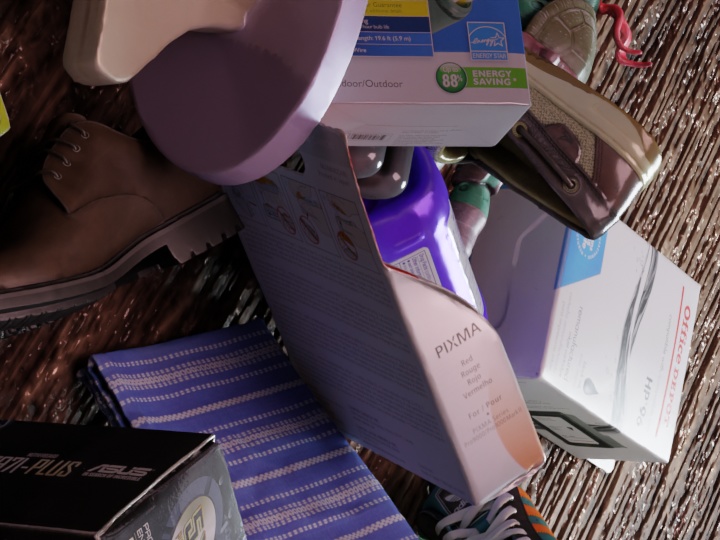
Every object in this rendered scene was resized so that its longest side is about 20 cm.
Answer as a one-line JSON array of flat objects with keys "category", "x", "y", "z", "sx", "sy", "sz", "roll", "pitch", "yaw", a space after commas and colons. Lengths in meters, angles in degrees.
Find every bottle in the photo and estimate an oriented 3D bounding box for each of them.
[{"category": "bottle", "x": 0.028, "y": 0.011, "z": 1.430, "sx": 0.065, "sy": 0.084, "sz": 0.201, "roll": -26, "pitch": 139, "yaw": -5}]

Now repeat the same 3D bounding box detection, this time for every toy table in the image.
[{"category": "toy table", "x": -0.074, "y": -0.152, "z": 1.199, "sx": 0.117, "sy": 0.183, "sz": 0.202, "roll": 27, "pitch": 54, "yaw": -53}]

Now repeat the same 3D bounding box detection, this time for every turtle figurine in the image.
[{"category": "turtle figurine", "x": 0.076, "y": -0.109, "z": 1.494, "sx": 0.150, "sy": 0.100, "sz": 0.201, "roll": 48, "pitch": 62, "yaw": -30}]

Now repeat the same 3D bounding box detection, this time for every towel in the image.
[{"category": "towel", "x": -0.033, "y": 0.108, "z": 1.299, "sx": 0.200, "sy": 0.024, "sz": 0.144, "roll": 53, "pitch": 32, "yaw": 17}]

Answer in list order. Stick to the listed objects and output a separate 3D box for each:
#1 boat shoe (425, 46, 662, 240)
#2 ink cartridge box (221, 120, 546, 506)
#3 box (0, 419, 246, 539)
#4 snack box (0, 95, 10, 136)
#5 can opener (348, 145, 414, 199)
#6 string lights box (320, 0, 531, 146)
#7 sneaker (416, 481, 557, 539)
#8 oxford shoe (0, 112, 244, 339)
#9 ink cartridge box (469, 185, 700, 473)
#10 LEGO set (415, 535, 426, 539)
[{"category": "boat shoe", "x": 0.055, "y": -0.084, "z": 1.390, "sx": 0.066, "sy": 0.200, "sz": 0.072, "roll": -53, "pitch": 164, "yaw": -21}, {"category": "ink cartridge box", "x": 0.000, "y": 0.000, "z": 1.304, "sx": 0.050, "sy": 0.162, "sz": 0.201, "roll": -28, "pitch": 115, "yaw": -22}, {"category": "box", "x": -0.122, "y": 0.171, "z": 1.160, "sx": 0.086, "sy": 0.163, "sz": 0.201, "roll": -37, "pitch": 120, "yaw": -47}, {"category": "snack box", "x": -0.221, "y": -0.116, "z": 1.055, "sx": 0.142, "sy": 0.053, "sz": 0.201, "roll": -43, "pitch": 126, "yaw": -48}, {"category": "can opener", "x": 0.032, "y": -0.134, "z": 1.343, "sx": 0.053, "sy": 0.066, "sz": 0.201, "roll": 39, "pitch": 57, "yaw": -55}, {"category": "string lights box", "x": 0.014, "y": -0.162, "z": 1.294, "sx": 0.102, "sy": 0.059, "sz": 0.202, "roll": -1, "pitch": 73, "yaw": -18}, {"category": "sneaker", "x": 0.066, "y": 0.146, "z": 1.443, "sx": 0.071, "sy": 0.200, "sz": 0.080, "roll": -32, "pitch": 99, "yaw": -3}, {"category": "oxford shoe", "x": -0.139, "y": -0.021, "z": 1.225, "sx": 0.200, "sy": 0.072, "sz": 0.085, "roll": -31, "pitch": 101, "yaw": -53}, {"category": "ink cartridge box", "x": 0.137, "y": 0.040, "z": 1.604, "sx": 0.200, "sy": 0.067, "sz": 0.117, "roll": 33, "pitch": 65, "yaw": -51}, {"category": "LEGO set", "x": -0.027, "y": 0.208, "z": 1.370, "sx": 0.153, "sy": 0.116, "sz": 0.201, "roll": 15, "pitch": 63, "yaw": -25}]
